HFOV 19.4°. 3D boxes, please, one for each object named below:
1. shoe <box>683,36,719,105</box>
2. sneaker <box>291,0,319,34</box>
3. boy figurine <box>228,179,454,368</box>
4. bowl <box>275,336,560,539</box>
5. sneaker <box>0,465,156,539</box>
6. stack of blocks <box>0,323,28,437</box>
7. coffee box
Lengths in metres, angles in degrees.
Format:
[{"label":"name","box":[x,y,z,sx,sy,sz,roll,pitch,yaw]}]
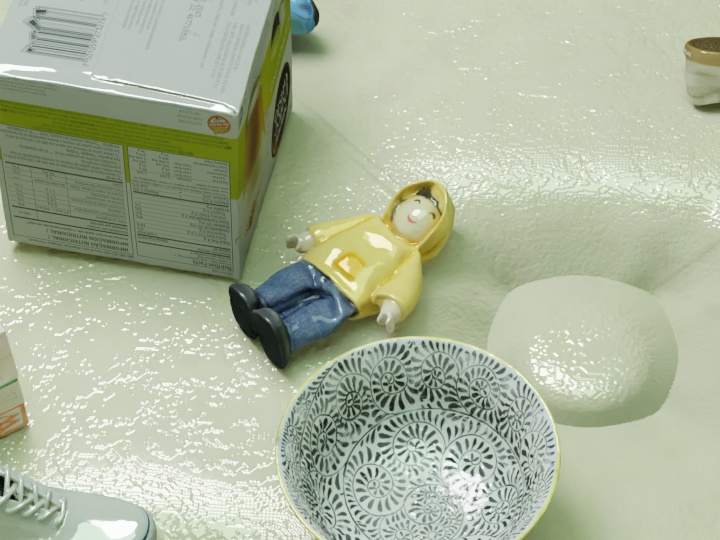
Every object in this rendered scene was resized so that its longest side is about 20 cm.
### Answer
[{"label":"shoe","box":[0.371,-0.172,1.795,0.199,0.054,0.070,-3,18,-6]},{"label":"sneaker","box":[-0.133,-0.205,1.827,0.199,0.078,0.090,-4,64,7]},{"label":"boy figurine","box":[0.000,0.000,1.650,0.200,0.065,0.124,-31,54,-18]},{"label":"bowl","box":[0.040,0.153,1.502,0.200,0.094,0.201,0,51,0]},{"label":"sneaker","box":[-0.246,0.176,1.505,0.199,0.071,0.073,3,51,4]},{"label":"stack of blocks","box":[-0.306,0.028,1.545,0.058,0.200,0.115,-25,53,-19]},{"label":"coffee box","box":[-0.169,-0.141,1.681,0.199,0.198,0.200,9,50,6]}]
